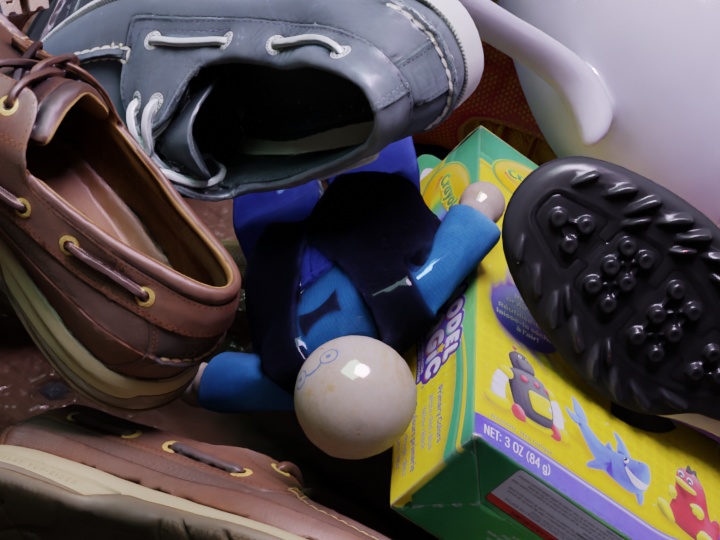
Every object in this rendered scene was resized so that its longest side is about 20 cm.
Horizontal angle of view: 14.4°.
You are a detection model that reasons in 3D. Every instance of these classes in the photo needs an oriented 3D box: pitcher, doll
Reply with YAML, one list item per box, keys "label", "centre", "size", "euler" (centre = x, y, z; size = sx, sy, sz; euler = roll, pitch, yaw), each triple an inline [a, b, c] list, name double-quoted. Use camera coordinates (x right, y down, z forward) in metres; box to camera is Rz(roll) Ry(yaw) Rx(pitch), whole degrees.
- label: "pitcher"
  centre: [0.089, -0.094, 1.040]
  size: [0.172, 0.121, 0.200]
  euler: [-36, 91, -43]
- label: "doll"
  centre: [-0.012, 0.002, 0.982]
  size: [0.136, 0.048, 0.200]
  euler: [-35, 31, 12]

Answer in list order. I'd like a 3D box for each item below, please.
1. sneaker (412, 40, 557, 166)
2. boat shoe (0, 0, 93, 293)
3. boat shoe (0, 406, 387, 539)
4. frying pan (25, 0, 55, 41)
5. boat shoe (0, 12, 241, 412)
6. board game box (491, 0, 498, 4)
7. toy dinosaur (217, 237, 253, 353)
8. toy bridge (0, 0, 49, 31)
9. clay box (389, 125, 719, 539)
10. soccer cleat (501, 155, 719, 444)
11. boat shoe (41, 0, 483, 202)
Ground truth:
- label: "sneaker"
  centre: [0.086, -0.061, 1.150]
  size: [0.200, 0.073, 0.077]
  euler: [6, 52, 16]
- label: "boat shoe"
  centre: [-0.097, -0.079, 1.107]
  size: [0.057, 0.069, 0.200]
  euler: [12, 74, 45]
- label: "boat shoe"
  centre: [-0.041, 0.089, 0.944]
  size: [0.200, 0.072, 0.068]
  euler: [17, 41, 25]
- label: "frying pan"
  centre: [-0.074, -0.095, 1.152]
  size: [0.190, 0.031, 0.115]
  euler: [-16, 56, 34]
- label: "boat shoe"
  centre: [-0.111, -0.047, 0.947]
  size: [0.200, 0.068, 0.072]
  euler: [50, 43, 4]
- label: "board game box"
  centre: [0.007, -0.127, 1.184]
  size: [0.200, 0.039, 0.158]
  euler: [-6, 15, 43]
- label: "toy dinosaur"
  centre: [0.000, 0.000, 1.081]
  size: [0.200, 0.058, 0.101]
  euler: [0, 36, 1]
- label: "toy bridge"
  centre: [-0.178, -0.099, 1.170]
  size: [0.027, 0.067, 0.200]
  euler: [-15, 6, -30]
- label: "clay box"
  centre: [0.070, 0.032, 0.998]
  size: [0.115, 0.048, 0.200]
  euler: [34, 33, -22]
- label: "soccer cleat"
  centre: [0.120, 0.020, 0.978]
  size: [0.200, 0.068, 0.073]
  euler: [33, 13, -25]
- label: "boat shoe"
  centre: [-0.055, -0.058, 0.979]
  size: [0.200, 0.073, 0.062]
  euler: [-6, 27, 34]
